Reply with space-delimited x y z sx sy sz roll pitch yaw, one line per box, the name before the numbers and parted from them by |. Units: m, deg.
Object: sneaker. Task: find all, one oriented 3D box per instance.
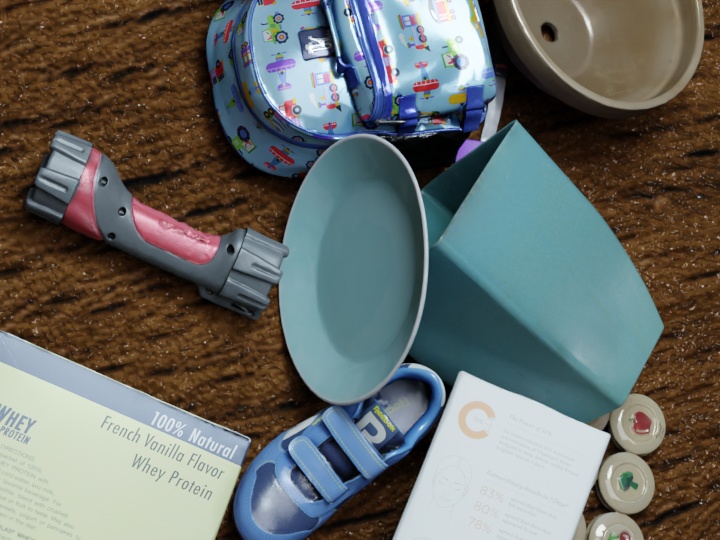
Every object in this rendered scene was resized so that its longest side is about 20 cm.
sneaker | -0.014 0.134 1.534 0.200 0.082 0.074 -40 91 -22

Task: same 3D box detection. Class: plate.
plate | 0.000 0.000 1.519 0.025 0.200 0.202 5 73 -34

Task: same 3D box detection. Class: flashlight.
flashlight | -0.152 -0.037 1.544 0.198 0.068 0.069 23 66 -10

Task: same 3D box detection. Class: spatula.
spatula | 0.111 -0.143 1.686 0.056 0.021 0.202 12 71 -13

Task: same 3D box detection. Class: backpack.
backpack | -0.014 -0.167 1.592 0.198 0.135 0.185 -6 76 -17

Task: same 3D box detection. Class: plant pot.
plant pot | 0.124 0.021 1.574 0.200 0.141 0.142 42 54 -11
plant pot | 0.177 -0.210 1.678 0.199 0.093 0.203 11 67 -27

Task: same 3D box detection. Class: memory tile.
memory tile | 0.161 0.179 1.616 0.152 0.017 0.202 18 71 -13

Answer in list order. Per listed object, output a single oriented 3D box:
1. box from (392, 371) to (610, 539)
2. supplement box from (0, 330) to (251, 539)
box | 0.090 0.199 1.526 0.123 0.098 0.201 22 71 4
supplement box | -0.211 0.182 1.425 0.198 0.134 0.201 24 69 -11
